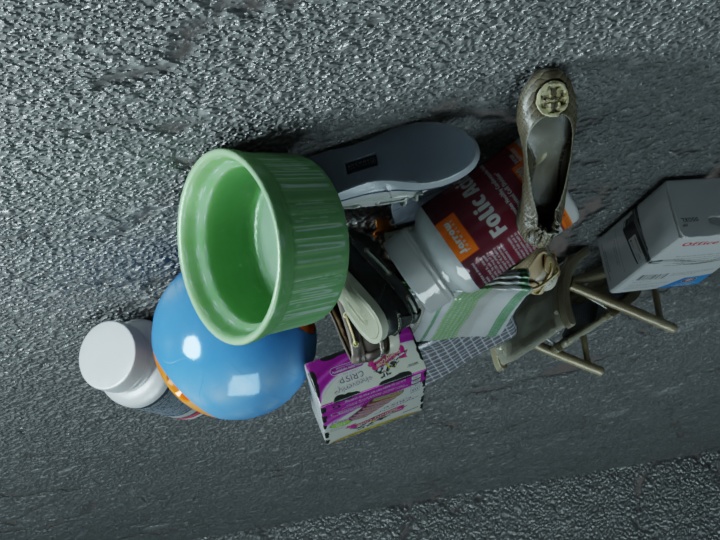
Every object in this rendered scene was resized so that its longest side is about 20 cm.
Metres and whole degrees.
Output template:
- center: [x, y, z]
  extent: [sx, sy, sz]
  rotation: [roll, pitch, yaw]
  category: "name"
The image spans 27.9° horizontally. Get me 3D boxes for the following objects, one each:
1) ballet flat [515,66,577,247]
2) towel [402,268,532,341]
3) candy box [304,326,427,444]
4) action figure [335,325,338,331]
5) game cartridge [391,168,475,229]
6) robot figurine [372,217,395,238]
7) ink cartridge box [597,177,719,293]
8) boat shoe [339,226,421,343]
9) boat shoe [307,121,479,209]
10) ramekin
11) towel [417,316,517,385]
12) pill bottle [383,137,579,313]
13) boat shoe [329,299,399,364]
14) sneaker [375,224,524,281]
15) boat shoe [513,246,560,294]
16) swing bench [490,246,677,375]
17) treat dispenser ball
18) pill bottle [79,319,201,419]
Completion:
- center: [0.192, -0.112, 1.493]
  extent: [0.067, 0.046, 0.201]
  rotation: [-5, 120, -13]
  category: "ballet flat"
- center: [0.096, 0.053, 1.736]
  extent: [0.199, 0.031, 0.149]
  rotation: [-7, 151, -19]
  category: "towel"
- center: [0.008, 0.144, 1.771]
  extent: [0.136, 0.061, 0.200]
  rotation: [-20, 162, -5]
  category: "candy box"
- center: [0.059, 0.015, 1.749]
  extent: [0.199, 0.066, 0.052]
  rotation: [-17, 148, -9]
  category: "action figure"
- center: [0.129, -0.069, 1.755]
  extent: [0.133, 0.042, 0.200]
  rotation: [-19, 161, 31]
  category: "game cartridge"
- center: [0.000, 0.000, 1.835]
  extent: [0.144, 0.059, 0.200]
  rotation: [-10, 160, -4]
  category: "robot figurine"
- center: [0.427, -0.047, 1.921]
  extent: [0.144, 0.085, 0.200]
  rotation: [-5, 161, -21]
  category: "ink cartridge box"
- center: [-0.008, -0.012, 1.601]
  extent: [0.067, 0.200, 0.072]
  rotation: [-26, 158, -24]
  category: "boat shoe"
- center: [0.035, -0.099, 1.548]
  extent: [0.201, 0.075, 0.086]
  rotation: [-15, 161, 14]
  category: "boat shoe"
- center: [-0.098, -0.028, 1.492]
  extent: [0.097, 0.201, 0.200]
  rotation: [-7, 162, -36]
  category: "ramekin"
- center: [0.111, 0.075, 1.906]
  extent: [0.199, 0.086, 0.166]
  rotation: [-25, 155, 5]
  category: "towel"
- center: [0.132, -0.048, 1.605]
  extent: [0.200, 0.114, 0.114]
  rotation: [-35, 158, 3]
  category: "pill bottle"
- center: [-0.026, 0.020, 1.656]
  extent: [0.059, 0.200, 0.072]
  rotation: [-21, 152, -19]
  category: "boat shoe"
- center: [0.111, -0.028, 1.699]
  extent: [0.199, 0.071, 0.076]
  rotation: [-11, 158, -6]
  category: "sneaker"
- center: [0.226, -0.004, 1.866]
  extent: [0.074, 0.069, 0.200]
  rotation: [-47, 172, 10]
  category: "boat shoe"
- center: [0.314, 0.059, 2.098]
  extent: [0.199, 0.130, 0.199]
  rotation: [5, 156, -27]
  category: "swing bench"
- center: [-0.152, 0.080, 1.747]
  extent: [0.200, 0.202, 0.201]
  rotation: [-11, 161, -4]
  category: "treat dispenser ball"
- center: [-0.280, 0.129, 1.938]
  extent: [0.119, 0.120, 0.200]
  rotation: [-20, 160, 21]
  category: "pill bottle"
